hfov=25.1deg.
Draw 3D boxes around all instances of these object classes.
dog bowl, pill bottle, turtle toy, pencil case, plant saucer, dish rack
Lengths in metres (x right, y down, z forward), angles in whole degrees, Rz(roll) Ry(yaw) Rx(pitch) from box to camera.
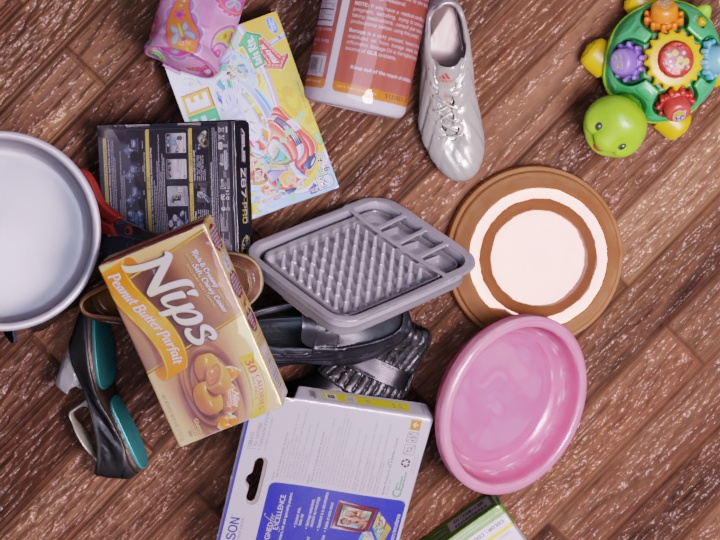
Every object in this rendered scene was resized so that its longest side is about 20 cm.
[{"bbox_3d":[-0.366,-0.039,1.643,0.199,0.079,0.201,0,89,-13],"label":"dog bowl"},{"bbox_3d":[0.013,-0.267,1.696,0.112,0.112,0.201,12,94,-5],"label":"pill bottle"},{"bbox_3d":[0.312,-0.206,1.728,0.146,0.101,0.200,38,92,-6],"label":"turtle toy"},{"bbox_3d":[-0.158,-0.303,1.678,0.087,0.087,0.201,17,80,-5],"label":"pencil case"},{"bbox_3d":[0.192,-0.015,1.770,0.199,0.037,0.201,0,95,-3],"label":"plant saucer"},{"bbox_3d":[0.155,0.140,1.739,0.200,0.051,0.202,-12,112,-31],"label":"plant saucer"},{"bbox_3d":[0.000,0.000,1.680,0.199,0.171,0.044,-22,133,-35],"label":"dish rack"}]

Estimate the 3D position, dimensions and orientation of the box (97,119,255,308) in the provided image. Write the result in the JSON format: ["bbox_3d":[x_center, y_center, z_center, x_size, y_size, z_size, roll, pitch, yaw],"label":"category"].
[{"bbox_3d":[-0.194,-0.057,1.705,0.160,0.049,0.201,-1,96,17],"label":"box"}]

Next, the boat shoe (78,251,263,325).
[{"bbox_3d":[-0.196,0.026,1.655,0.199,0.068,0.072,-8,95,21],"label":"boat shoe"}]

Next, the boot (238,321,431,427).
[{"bbox_3d":[-0.040,0.105,1.741,0.210,0.079,0.159,14,101,-16],"label":"boot"}]

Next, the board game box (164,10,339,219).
[{"bbox_3d":[-0.118,-0.161,1.736,0.134,0.034,0.201,-20,96,-1],"label":"board game box"}]

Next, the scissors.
[{"bbox_3d":[-0.250,-0.039,1.689,0.200,0.014,0.073,33,112,28],"label":"scissors"}]

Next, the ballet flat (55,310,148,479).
[{"bbox_3d":[-0.288,0.133,1.737,0.068,0.068,0.201,-13,96,11],"label":"ballet flat"}]

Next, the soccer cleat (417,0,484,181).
[{"bbox_3d":[0.094,-0.194,1.726,0.069,0.078,0.201,-8,96,-3],"label":"soccer cleat"}]

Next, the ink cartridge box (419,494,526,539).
[{"bbox_3d":[0.145,0.370,1.781,0.148,0.076,0.200,-35,95,0],"label":"ink cartridge box"}]

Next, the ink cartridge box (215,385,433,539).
[{"bbox_3d":[-0.042,0.223,1.711,0.199,0.047,0.199,11,109,-13],"label":"ink cartridge box"}]

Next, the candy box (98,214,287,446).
[{"bbox_3d":[-0.164,0.060,1.600,0.115,0.055,0.201,-22,99,7],"label":"candy box"}]

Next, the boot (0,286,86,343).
[{"bbox_3d":[-0.366,-0.032,1.726,0.097,0.075,0.201,-21,92,-23],"label":"boot"}]

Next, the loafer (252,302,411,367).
[{"bbox_3d":[-0.047,0.063,1.679,0.199,0.070,0.068,-8,64,6],"label":"loafer"}]
